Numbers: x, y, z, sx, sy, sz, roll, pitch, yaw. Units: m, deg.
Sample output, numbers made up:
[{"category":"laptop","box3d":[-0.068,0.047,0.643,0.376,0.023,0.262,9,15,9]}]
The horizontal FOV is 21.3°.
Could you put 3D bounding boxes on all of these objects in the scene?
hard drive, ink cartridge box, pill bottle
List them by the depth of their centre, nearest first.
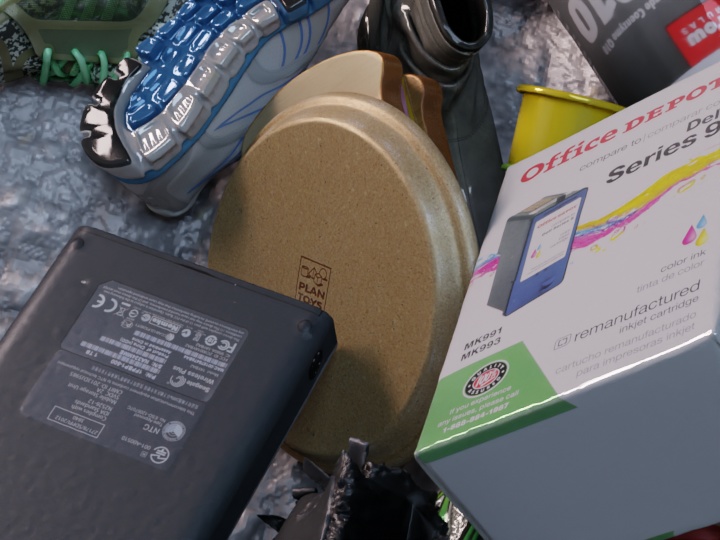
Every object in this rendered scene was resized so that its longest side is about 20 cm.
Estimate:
[{"category":"ink cartridge box","box3d":[0.121,0.014,0.800,0.088,0.145,0.200,50,37,-21]},{"category":"hard drive","box3d":[-0.116,0.081,0.857,0.140,0.033,0.200,19,59,18]},{"category":"pill bottle","box3d":[0.175,-0.133,1.022,0.114,0.114,0.200,-26,73,-16]}]

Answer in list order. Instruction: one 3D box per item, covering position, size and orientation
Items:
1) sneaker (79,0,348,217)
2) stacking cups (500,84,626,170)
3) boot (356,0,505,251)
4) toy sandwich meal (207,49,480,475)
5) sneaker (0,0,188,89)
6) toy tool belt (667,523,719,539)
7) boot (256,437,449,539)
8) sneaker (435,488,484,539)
[{"category":"sneaker","box3d":[-0.059,-0.110,0.997,0.075,0.087,0.200,36,77,33]},{"category":"stacking cups","box3d":[0.080,0.011,0.943,0.060,0.061,0.200,16,92,-1]},{"category":"boot","box3d":[0.042,-0.089,0.978,0.068,0.131,0.200,-11,70,-12]},{"category":"toy sandwich meal","box3d":[0.000,0.000,0.932,0.070,0.205,0.205,-4,64,-44]},{"category":"sneaker","box3d":[-0.138,-0.121,1.006,0.200,0.077,0.089,-29,86,-14]},{"category":"toy tool belt","box3d":[0.207,0.058,0.862,0.125,0.200,0.123,27,59,-13]},{"category":"boot","box3d":[-0.035,0.179,0.793,0.073,0.162,0.198,27,54,-22]},{"category":"sneaker","box3d":[0.042,0.120,0.859,0.085,0.078,0.200,4,54,20]}]
